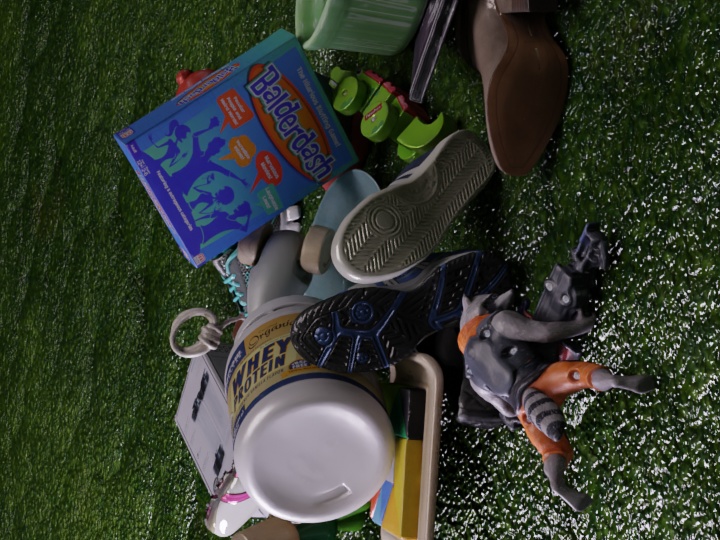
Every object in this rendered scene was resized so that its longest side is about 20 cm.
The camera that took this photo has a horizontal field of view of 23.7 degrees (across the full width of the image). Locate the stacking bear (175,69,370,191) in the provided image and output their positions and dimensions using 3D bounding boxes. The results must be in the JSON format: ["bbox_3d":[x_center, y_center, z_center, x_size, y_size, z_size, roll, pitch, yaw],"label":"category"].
[{"bbox_3d":[-0.098,-0.160,1.777,0.114,0.199,0.122,-35,54,57],"label":"stacking bear"}]

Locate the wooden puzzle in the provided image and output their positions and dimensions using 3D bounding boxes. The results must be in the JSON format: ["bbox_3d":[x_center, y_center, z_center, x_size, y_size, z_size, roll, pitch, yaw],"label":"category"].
[{"bbox_3d":[0.039,0.172,1.551,0.185,0.037,0.201,174,95,-79],"label":"wooden puzzle"}]

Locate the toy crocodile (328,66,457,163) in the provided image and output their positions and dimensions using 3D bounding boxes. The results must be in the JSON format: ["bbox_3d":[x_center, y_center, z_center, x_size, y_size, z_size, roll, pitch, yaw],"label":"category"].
[{"bbox_3d":[0.027,-0.158,1.676,0.062,0.067,0.200,-56,34,8],"label":"toy crocodile"}]

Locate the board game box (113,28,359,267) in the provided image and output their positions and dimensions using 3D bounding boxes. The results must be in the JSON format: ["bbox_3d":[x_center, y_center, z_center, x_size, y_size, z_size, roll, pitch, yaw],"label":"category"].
[{"bbox_3d":[-0.119,-0.121,1.689,0.152,0.200,0.045,61,168,-27],"label":"board game box"}]

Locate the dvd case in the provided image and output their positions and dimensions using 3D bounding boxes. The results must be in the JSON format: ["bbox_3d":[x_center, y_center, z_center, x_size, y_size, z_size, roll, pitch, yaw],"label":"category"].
[{"bbox_3d":[0.077,-0.255,1.562,0.200,0.016,0.149,-81,10,-63],"label":"dvd case"}]

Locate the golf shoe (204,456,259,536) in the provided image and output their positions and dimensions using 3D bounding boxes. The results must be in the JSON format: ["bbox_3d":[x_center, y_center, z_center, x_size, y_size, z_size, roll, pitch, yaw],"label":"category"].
[{"bbox_3d":[-0.077,0.197,1.722,0.200,0.092,0.073,-52,-6,7],"label":"golf shoe"}]

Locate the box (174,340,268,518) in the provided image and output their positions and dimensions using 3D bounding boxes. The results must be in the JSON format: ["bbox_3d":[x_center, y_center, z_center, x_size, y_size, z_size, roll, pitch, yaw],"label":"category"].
[{"bbox_3d":[-0.149,0.180,1.972,0.200,0.060,0.117,52,131,54],"label":"box"}]

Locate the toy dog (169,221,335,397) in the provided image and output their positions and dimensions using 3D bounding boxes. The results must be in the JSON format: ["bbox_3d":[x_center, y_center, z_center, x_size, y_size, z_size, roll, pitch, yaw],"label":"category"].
[{"bbox_3d":[-0.089,0.039,1.745,0.132,0.096,0.200,34,86,21],"label":"toy dog"}]

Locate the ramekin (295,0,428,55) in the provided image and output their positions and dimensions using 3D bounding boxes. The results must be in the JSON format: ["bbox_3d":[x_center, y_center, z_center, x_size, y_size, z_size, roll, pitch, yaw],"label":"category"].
[{"bbox_3d":[0.008,-0.305,1.669,0.200,0.097,0.201,-170,90,-76],"label":"ramekin"}]

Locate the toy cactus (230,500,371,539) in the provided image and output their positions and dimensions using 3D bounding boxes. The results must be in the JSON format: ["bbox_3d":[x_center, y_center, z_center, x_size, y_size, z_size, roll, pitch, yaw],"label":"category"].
[{"bbox_3d":[-0.049,0.260,1.650,0.102,0.165,0.201,16,105,43],"label":"toy cactus"}]

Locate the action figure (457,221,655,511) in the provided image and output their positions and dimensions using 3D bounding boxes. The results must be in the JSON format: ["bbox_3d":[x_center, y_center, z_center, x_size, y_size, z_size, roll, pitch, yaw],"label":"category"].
[{"bbox_3d":[0.144,0.063,1.355,0.193,0.104,0.201,42,125,48],"label":"action figure"}]

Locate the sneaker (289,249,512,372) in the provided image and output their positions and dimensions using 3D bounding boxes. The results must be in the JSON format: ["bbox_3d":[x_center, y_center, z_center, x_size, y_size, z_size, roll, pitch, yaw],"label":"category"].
[{"bbox_3d":[0.035,0.034,1.504,0.077,0.199,0.076,-108,1,-79],"label":"sneaker"}]

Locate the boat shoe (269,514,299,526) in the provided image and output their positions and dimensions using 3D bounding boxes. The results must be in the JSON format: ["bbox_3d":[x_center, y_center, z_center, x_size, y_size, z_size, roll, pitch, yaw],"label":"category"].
[{"bbox_3d":[-0.063,0.205,1.792,0.066,0.071,0.202,-12,-86,-84],"label":"boat shoe"}]

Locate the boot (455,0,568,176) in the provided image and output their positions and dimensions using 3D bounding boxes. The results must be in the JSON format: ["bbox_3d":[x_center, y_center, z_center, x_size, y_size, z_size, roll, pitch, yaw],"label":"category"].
[{"bbox_3d":[0.123,-0.188,1.497,0.146,0.070,0.201,-155,74,-69],"label":"boot"}]

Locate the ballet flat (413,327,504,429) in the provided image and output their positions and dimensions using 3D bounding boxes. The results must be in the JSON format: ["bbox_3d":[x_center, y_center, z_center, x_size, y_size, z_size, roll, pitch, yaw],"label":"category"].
[{"bbox_3d":[0.078,0.074,1.530,0.200,0.057,0.067,-130,50,-56],"label":"ballet flat"}]

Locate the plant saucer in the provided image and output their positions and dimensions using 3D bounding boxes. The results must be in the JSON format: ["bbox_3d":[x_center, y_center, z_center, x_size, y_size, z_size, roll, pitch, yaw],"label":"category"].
[{"bbox_3d":[0.000,0.000,1.729,0.201,0.039,0.202,-25,62,61],"label":"plant saucer"}]

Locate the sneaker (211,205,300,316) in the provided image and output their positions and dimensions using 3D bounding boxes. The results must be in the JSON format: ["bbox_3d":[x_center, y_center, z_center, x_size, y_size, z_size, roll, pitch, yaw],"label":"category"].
[{"bbox_3d":[-0.126,0.007,1.926,0.078,0.091,0.201,179,96,-65],"label":"sneaker"}]

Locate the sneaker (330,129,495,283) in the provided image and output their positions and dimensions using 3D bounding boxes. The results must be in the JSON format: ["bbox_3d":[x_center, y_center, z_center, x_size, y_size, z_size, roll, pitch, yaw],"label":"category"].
[{"bbox_3d":[0.039,-0.044,1.519,0.075,0.200,0.084,52,146,0],"label":"sneaker"}]

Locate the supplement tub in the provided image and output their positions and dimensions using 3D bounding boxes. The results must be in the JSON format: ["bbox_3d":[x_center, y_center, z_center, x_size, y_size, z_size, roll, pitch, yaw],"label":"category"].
[{"bbox_3d":[-0.051,0.122,1.579,0.200,0.144,0.145,-107,32,-62],"label":"supplement tub"}]
